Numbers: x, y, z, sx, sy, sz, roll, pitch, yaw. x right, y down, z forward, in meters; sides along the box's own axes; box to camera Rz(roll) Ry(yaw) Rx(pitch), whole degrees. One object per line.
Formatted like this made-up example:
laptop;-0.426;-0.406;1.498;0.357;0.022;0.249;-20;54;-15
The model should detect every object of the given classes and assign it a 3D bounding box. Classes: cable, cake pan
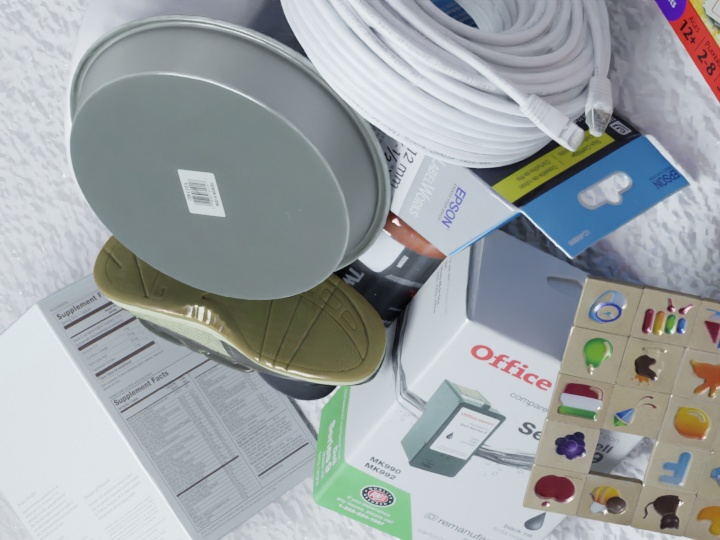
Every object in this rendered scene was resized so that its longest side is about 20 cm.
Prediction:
cable;0.050;-0.152;1.291;0.199;0.201;0.069;27;133;-12
cake pan;-0.082;-0.057;1.314;0.199;0.037;0.201;15;138;13

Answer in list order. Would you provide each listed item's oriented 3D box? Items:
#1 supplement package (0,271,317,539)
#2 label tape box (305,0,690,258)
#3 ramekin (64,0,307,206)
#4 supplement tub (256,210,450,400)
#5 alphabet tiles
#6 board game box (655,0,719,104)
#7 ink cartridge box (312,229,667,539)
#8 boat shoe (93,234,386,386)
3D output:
supplement package;-0.160;0.110;1.615;0.152;0.150;0.200;-37;86;43
label tape box;0.074;-0.072;1.345;0.200;0.143;0.066;41;130;16
ramekin;-0.091;-0.117;1.428;0.097;0.200;0.201;18;121;21
supplement tub;0.000;0.000;1.465;0.107;0.107;0.200;47;131;11
alphabet tiles;0.209;0.090;1.334;0.199;0.008;0.168;11;122;-3
board game box;0.250;-0.163;1.195;0.200;0.046;0.152;-55;52;40
ink cartridge box;0.079;0.085;1.415;0.145;0.084;0.200;24;133;-15
boat shoe;-0.069;0.026;1.422;0.200;0.072;0.066;17;163;21
